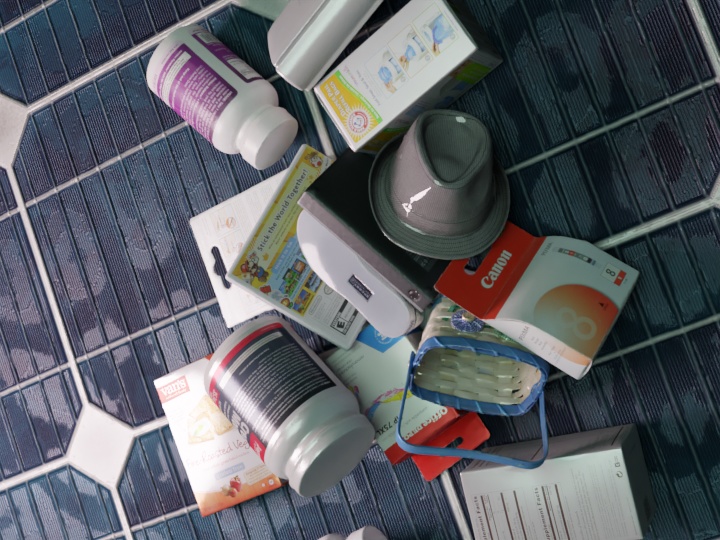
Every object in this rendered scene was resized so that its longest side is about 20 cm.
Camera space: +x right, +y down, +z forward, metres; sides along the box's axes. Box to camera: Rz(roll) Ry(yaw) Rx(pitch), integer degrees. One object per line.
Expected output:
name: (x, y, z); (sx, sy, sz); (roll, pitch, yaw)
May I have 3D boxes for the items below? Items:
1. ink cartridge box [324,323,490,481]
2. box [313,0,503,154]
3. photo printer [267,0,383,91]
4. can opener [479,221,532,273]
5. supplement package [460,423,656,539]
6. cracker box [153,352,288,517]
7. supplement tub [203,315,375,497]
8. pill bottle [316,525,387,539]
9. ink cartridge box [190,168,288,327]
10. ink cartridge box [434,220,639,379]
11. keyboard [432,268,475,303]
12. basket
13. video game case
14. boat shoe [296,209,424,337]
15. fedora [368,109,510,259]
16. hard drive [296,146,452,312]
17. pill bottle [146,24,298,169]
ink cartridge box: (0.061, 0.162, 1.525); (0.116, 0.067, 0.201); (-39, 78, 20)
box: (0.059, -0.243, 1.487); (0.199, 0.112, 0.102); (-38, 77, 20)
photo printer: (-0.033, -0.336, 1.501); (0.069, 0.167, 0.200); (34, 109, -21)
can opener: (0.141, -0.063, 1.489); (0.053, 0.066, 0.200); (-48, 70, 16)
supplement package: (0.236, 0.263, 1.428); (0.198, 0.114, 0.111); (-13, 93, 24)
cracker box: (-0.185, 0.217, 1.636); (0.133, 0.058, 0.202); (-25, 82, 21)
supplement tub: (-0.090, 0.169, 1.503); (0.200, 0.140, 0.141); (45, 108, 26)
pill bottle: (-0.052, 0.412, 1.558); (0.199, 0.112, 0.113); (-31, 80, 20)
ink cartridge box: (-0.114, -0.033, 1.600); (0.199, 0.050, 0.164); (-24, 83, 26)
ink cartridge box: (0.209, 0.011, 1.398); (0.199, 0.163, 0.050); (33, 142, 7)
keyboard: (0.164, 0.036, 1.510); (0.198, 0.011, 0.057); (18, 94, 21)
basket: (0.133, 0.131, 1.409); (0.174, 0.140, 0.202); (8, 58, -4)
video game case: (-0.044, -0.030, 1.517); (0.181, 0.023, 0.201); (30, 80, -2)
boat shoe: (0.000, 0.000, 1.475); (0.074, 0.065, 0.201); (-44, 77, 27)
fedora: (0.101, -0.119, 1.430); (0.175, 0.201, 0.091); (16, 140, 3)
hard drive: (0.032, -0.057, 1.464); (0.200, 0.140, 0.033); (41, 130, 0)
pill bottle: (-0.180, -0.226, 1.590); (0.200, 0.112, 0.113); (42, 106, 17)
